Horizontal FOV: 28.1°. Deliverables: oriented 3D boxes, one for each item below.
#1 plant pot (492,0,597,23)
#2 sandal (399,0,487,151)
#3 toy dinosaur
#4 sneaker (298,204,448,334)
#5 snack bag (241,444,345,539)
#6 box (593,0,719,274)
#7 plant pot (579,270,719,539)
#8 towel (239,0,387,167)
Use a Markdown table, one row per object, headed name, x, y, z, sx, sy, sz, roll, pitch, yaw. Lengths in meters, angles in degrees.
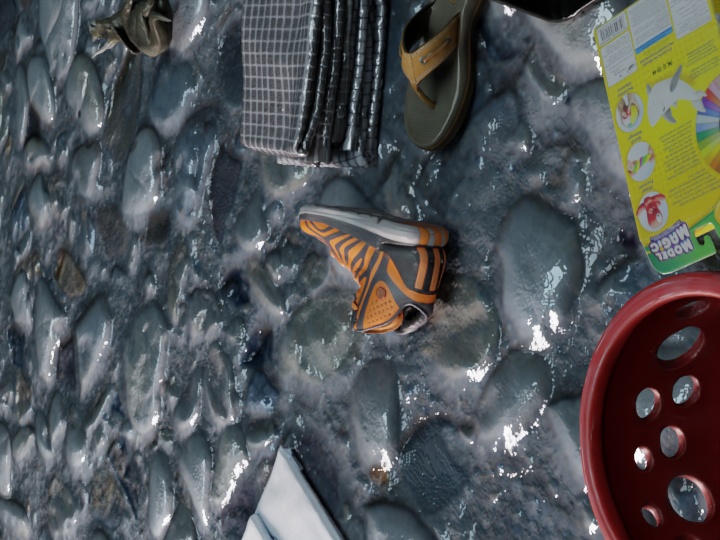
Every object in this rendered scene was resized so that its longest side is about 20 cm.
| name | x | y | z | sx | sy | sz | roll | pitch | yaw |
| --- | --- | --- | --- | --- | --- | --- | --- | --- | --- |
| plant pot | 0.134 | -0.331 | 1.080 | 0.200 | 0.199 | 0.178 | -29 | 55 | 52 |
| sandal | 0.068 | -0.207 | 1.277 | 0.082 | 0.055 | 0.200 | 39 | 120 | 50 |
| toy dinosaur | -0.259 | -0.304 | 1.764 | 0.200 | 0.077 | 0.102 | 22 | 118 | 49 |
| sneaker | 0.000 | 0.000 | 1.349 | 0.200 | 0.078 | 0.112 | 19 | 103 | 55 |
| snack bag | -0.074 | 0.314 | 1.494 | 0.189 | 0.021 | 0.200 | 53 | 130 | 43 |
| box | 0.239 | -0.106 | 1.031 | 0.117 | 0.048 | 0.200 | -30 | 62 | 51 |
| plant pot | 0.260 | 0.101 | 0.869 | 0.200 | 0.182 | 0.201 | -3 | 86 | 55 |
| towel | -0.056 | -0.202 | 1.434 | 0.166 | 0.086 | 0.200 | 13 | 100 | 56 |
